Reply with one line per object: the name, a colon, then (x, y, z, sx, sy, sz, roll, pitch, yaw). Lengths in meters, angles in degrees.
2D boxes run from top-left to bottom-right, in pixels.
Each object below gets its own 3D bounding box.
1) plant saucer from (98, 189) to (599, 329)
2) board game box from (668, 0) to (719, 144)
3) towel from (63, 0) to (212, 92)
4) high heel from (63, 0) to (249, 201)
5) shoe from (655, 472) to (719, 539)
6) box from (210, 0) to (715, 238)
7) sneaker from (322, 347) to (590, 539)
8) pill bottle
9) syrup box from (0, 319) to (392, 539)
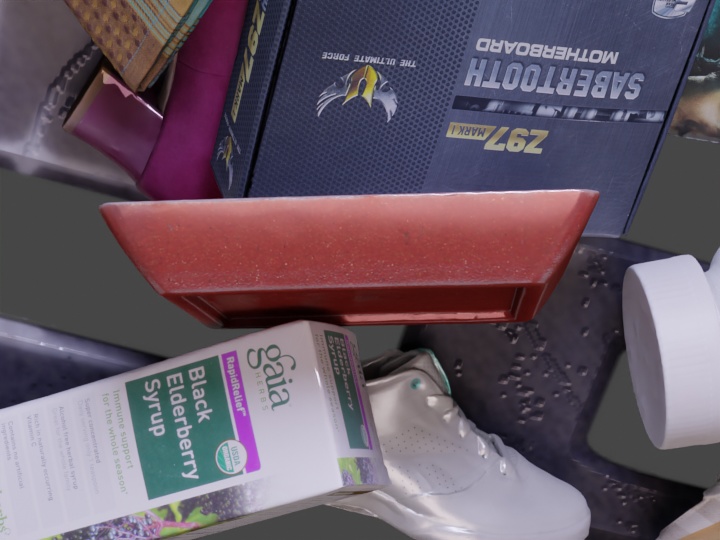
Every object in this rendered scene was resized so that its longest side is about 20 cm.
plant saucer: (0.000, 0.000, 0.807, 0.197, 0.200, 0.037, -2, 82, 3)
board game box: (0.146, -0.162, 0.847, 0.134, 0.028, 0.202, 8, 114, -10)
towel: (-0.085, -0.186, 0.736, 0.147, 0.022, 0.200, 52, 133, 11)
high heel: (-0.044, -0.111, 0.822, 0.096, 0.068, 0.200, 32, 120, -15)
shoe: (0.242, 0.107, 0.978, 0.199, 0.054, 0.070, -27, 148, 11)
box: (0.047, -0.094, 0.796, 0.198, 0.051, 0.159, 3, 124, -23)
sneaker: (0.034, 0.084, 0.932, 0.198, 0.075, 0.089, 17, 101, -13)
pill bottle: (0.235, 0.028, 0.903, 0.198, 0.110, 0.111, -9, 116, -3)
syrup box: (-0.093, 0.088, 0.873, 0.198, 0.081, 0.080, -17, 79, 16)
